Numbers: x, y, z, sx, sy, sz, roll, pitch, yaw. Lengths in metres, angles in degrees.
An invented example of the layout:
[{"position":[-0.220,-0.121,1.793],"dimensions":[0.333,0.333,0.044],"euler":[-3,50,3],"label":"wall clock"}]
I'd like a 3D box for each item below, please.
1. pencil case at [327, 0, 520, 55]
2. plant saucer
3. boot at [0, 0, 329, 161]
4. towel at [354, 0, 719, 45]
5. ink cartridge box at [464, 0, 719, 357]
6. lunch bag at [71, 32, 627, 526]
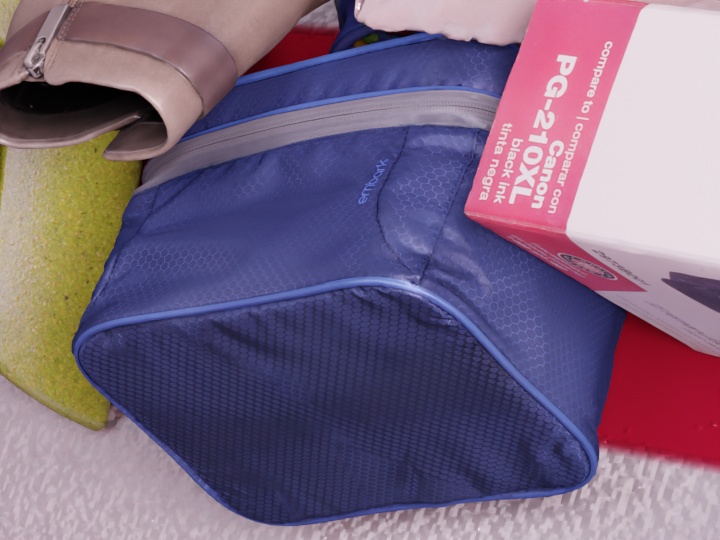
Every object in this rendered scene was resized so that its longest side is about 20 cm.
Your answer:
[{"position":[0.027,-0.157,1.123],"dimensions":[0.087,0.078,0.201],"euler":[111,162,-64],"label":"pencil case"},{"position":[-0.161,-0.061,1.193],"dimensions":[0.200,0.048,0.201],"euler":[42,132,44],"label":"plant saucer"},{"position":[-0.041,-0.099,1.012],"dimensions":[0.199,0.070,0.146],"euler":[-11,33,40],"label":"boot"},{"position":[0.109,-0.156,0.934],"dimensions":[0.032,0.199,0.192],"euler":[61,138,48],"label":"towel"},{"position":[0.158,-0.015,0.895],"dimensions":[0.199,0.145,0.085],"euler":[13,80,44],"label":"ink cartridge box"},{"position":[0.000,0.000,1.028],"dimensions":[0.199,0.136,0.133],"euler":[-9,48,37],"label":"lunch bag"}]
